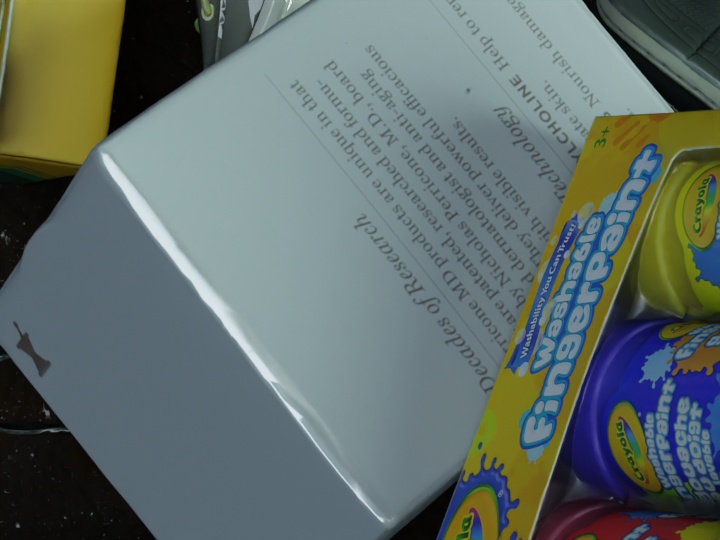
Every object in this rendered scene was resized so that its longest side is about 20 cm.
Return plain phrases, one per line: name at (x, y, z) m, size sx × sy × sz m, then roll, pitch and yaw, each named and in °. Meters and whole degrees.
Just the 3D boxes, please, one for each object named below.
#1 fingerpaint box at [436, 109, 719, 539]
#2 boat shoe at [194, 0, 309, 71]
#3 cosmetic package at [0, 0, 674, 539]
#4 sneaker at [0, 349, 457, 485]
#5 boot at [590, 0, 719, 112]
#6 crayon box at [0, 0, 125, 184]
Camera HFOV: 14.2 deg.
fingerpaint box at (0.115, 0.049, 0.919) m, size 0.073 × 0.167 × 0.201 m, roll 30°, pitch 75°, yaw -30°
boat shoe at (-0.035, -0.114, 1.207) m, size 0.060 × 0.072 × 0.203 m, roll 15°, pitch 103°, yaw 48°
cosmetic package at (0.000, 0.000, 1.071) m, size 0.200 × 0.167 × 0.166 m, roll -37°, pitch 85°, yaw -29°
sneaker at (-0.045, 0.058, 1.175) m, size 0.199 × 0.104 × 0.060 m, roll 6°, pitch 87°, yaw 8°
boot at (0.145, -0.011, 1.132) m, size 0.203 × 0.074 × 0.154 m, roll 36°, pitch 127°, yaw -1°
crayon box at (-0.131, -0.102, 1.148) m, size 0.051 × 0.200 × 0.126 m, roll 8°, pitch 88°, yaw -16°
